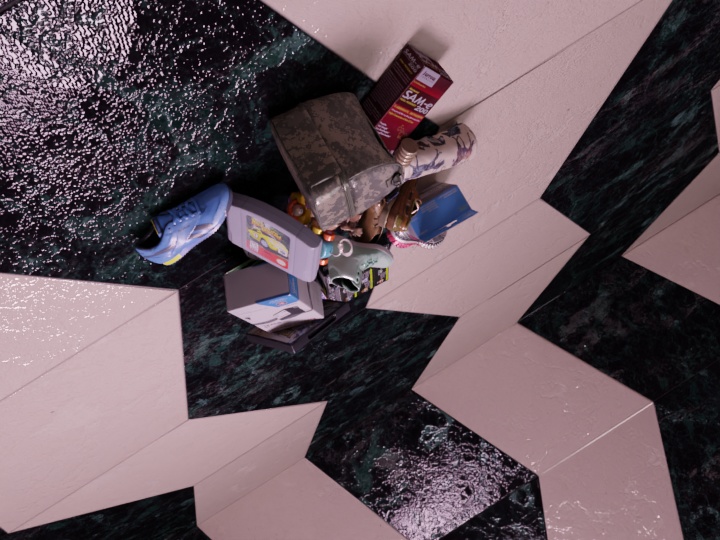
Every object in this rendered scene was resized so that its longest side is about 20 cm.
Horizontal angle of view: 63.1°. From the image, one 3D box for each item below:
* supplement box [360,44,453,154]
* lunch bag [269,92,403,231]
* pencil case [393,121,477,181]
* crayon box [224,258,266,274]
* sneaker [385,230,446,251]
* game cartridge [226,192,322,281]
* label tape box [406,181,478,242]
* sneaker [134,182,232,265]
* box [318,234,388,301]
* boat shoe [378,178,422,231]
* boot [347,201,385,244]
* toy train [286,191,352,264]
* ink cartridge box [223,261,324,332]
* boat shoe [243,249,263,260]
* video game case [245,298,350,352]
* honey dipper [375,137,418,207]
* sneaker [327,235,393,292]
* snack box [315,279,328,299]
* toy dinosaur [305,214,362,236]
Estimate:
[{"bbox_3d":[0.066,-0.300,1.079,0.108,0.061,0.200,1,139,-52],"label":"supplement box"},{"bbox_3d":[-0.037,-0.191,0.990,0.165,0.202,0.140,-28,156,-3],"label":"lunch bag"},{"bbox_3d":[0.145,-0.249,1.237,0.196,0.090,0.079,-20,144,-19],"label":"pencil case"},{"bbox_3d":[-0.222,0.037,1.367,0.124,0.052,0.201,-30,155,-6],"label":"crayon box"},{"bbox_3d":[0.160,-0.104,1.525,0.197,0.081,0.075,-8,145,-41],"label":"sneaker"},{"bbox_3d":[-0.165,-0.064,1.095,0.041,0.197,0.134,-57,170,-36],"label":"game cartridge"},{"bbox_3d":[0.164,-0.140,1.350,0.142,0.064,0.200,-29,-163,-6],"label":"label tape box"},{"bbox_3d":[-0.309,-0.085,1.025,0.199,0.067,0.078,-38,151,12],"label":"sneaker"},{"bbox_3d":[-0.014,0.007,1.564,0.190,0.048,0.201,-30,154,-12],"label":"box"},{"bbox_3d":[0.098,-0.144,1.279,0.201,0.067,0.073,-61,169,-46],"label":"boat shoe"},{"bbox_3d":[0.040,-0.129,1.346,0.072,0.076,0.201,-8,145,-38],"label":"boot"},{"bbox_3d":[-0.091,-0.110,1.118,0.055,0.205,0.149,-16,176,-41],"label":"toy train"},{"bbox_3d":[-0.178,0.058,1.247,0.142,0.086,0.200,-16,158,12],"label":"ink cartridge box"},{"bbox_3d":[-0.152,-0.036,1.260,0.199,0.086,0.075,-2,132,-49],"label":"boat shoe"},{"bbox_3d":[-0.148,0.120,1.372,0.180,0.026,0.198,-35,-156,-34],"label":"video game case"},{"bbox_3d":[0.064,-0.190,1.191,0.037,0.039,0.201,-18,159,-28],"label":"honey dipper"},{"bbox_3d":[-0.001,0.000,1.330,0.197,0.121,0.073,12,151,-38],"label":"sneaker"},{"bbox_3d":[-0.119,0.028,1.445,0.024,0.073,0.201,-30,155,-2],"label":"snack box"},{"bbox_3d":[-0.070,-0.110,1.254,0.195,0.088,0.136,-12,-171,-6],"label":"toy dinosaur"}]
